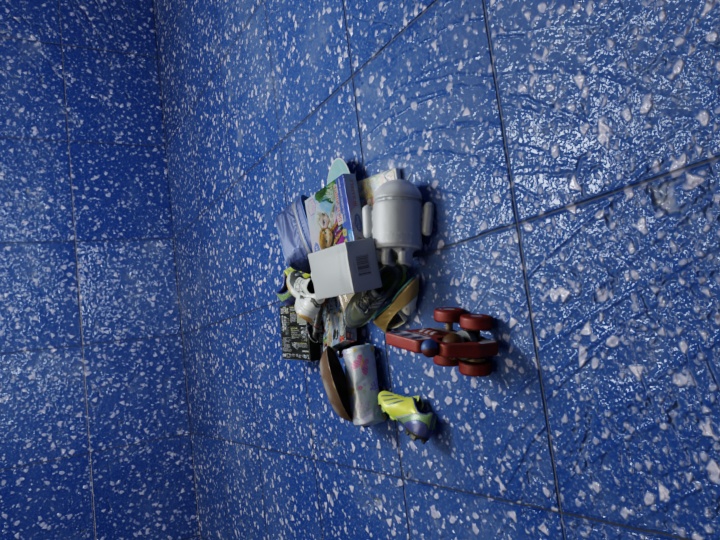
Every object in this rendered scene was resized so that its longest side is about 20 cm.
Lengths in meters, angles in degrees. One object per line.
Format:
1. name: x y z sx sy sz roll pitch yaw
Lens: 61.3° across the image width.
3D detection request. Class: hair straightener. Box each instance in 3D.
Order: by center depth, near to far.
1. hair straightener: -0.117 0.097 1.690 0.077 0.040 0.207 18 102 64

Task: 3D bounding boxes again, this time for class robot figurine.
1. robot figurine: 0.082 -0.112 1.347 0.164 0.113 0.207 -1 84 16

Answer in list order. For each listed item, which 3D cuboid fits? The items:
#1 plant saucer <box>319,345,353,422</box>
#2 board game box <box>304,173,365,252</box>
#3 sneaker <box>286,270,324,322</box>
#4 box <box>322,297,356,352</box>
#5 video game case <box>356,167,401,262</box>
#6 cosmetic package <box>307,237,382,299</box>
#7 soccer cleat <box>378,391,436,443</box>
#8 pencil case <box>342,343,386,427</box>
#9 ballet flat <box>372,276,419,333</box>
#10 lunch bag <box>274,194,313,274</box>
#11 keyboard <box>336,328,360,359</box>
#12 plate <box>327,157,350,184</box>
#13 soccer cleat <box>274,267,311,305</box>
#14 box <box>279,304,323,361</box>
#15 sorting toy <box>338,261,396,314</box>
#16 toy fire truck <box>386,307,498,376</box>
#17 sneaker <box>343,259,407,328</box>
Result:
1. plant saucer: -0.063 0.296 1.566 0.200 0.036 0.206 -21 -89 -86
2. board game box: -0.063 -0.110 1.520 0.198 0.040 0.206 -25 72 53
3. sneaker: -0.141 0.051 1.646 0.088 0.075 0.201 -51 36 16
4. box: -0.058 0.106 1.646 0.136 0.039 0.206 -35 52 56
5. video game case: 0.034 -0.124 1.469 0.179 0.023 0.207 -13 81 40
6. cosmetic package: -0.040 -0.001 1.383 0.198 0.079 0.117 -9 91 61
7. soccer cleat: 0.109 0.319 1.403 0.199 0.064 0.085 29 92 58
8. pencil case: 0.010 0.289 1.531 0.083 0.088 0.206 133 128 -70
9. ballet flat: 0.096 0.085 1.417 0.063 0.068 0.200 48 142 7
10. lunch bag: -0.142 -0.110 1.698 0.131 0.135 0.205 -31 65 27
11. keyboard: -0.038 0.208 1.659 0.103 0.039 0.207 -12 82 58
12. plate: -0.048 -0.196 1.627 0.199 0.025 0.207 176 90 -67
13. soccer cleat: -0.178 0.004 1.773 0.204 0.083 0.064 -61 24 -9
14. box: -0.163 0.181 1.819 0.198 0.084 0.169 -11 83 58
15. sorting toy: 0.000 0.000 1.541 0.184 0.036 0.205 -35 68 38
16. toy fire truck: 0.163 0.143 1.192 0.198 0.164 0.116 10 102 58
17. sneaker: 0.027 0.055 1.412 0.074 0.081 0.201 41 101 8
